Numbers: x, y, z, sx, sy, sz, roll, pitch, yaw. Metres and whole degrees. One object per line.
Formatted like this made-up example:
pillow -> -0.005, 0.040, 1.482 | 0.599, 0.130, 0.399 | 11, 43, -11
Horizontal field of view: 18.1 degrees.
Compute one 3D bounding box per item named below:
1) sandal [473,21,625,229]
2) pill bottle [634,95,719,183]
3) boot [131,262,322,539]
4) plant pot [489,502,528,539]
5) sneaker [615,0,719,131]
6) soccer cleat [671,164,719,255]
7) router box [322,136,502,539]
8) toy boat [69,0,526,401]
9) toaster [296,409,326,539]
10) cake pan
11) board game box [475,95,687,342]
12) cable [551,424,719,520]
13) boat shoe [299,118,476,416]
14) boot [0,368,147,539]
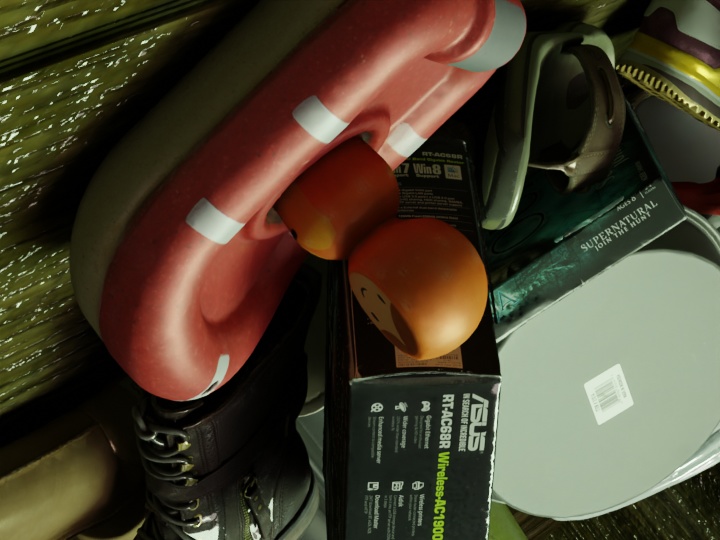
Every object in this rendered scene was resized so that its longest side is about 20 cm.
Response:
sandal -> 0.098, -0.073, 1.051 | 0.201, 0.057, 0.080 | -42, 147, -62
pill bottle -> 0.156, -0.012, 1.402 | 0.116, 0.116, 0.200 | -29, 164, -42
boot -> -0.084, 0.103, 0.999 | 0.200, 0.069, 0.174 | -51, 159, -26
plant pot -> 0.027, 0.186, 1.555 | 0.200, 0.184, 0.200 | -38, 167, -10
sneaker -> 0.216, -0.116, 1.237 | 0.200, 0.075, 0.090 | 16, 104, -59
soccer cleat -> 0.155, -0.015, 1.275 | 0.199, 0.086, 0.069 | -1, -159, -4
router box -> 0.018, 0.067, 0.963 | 0.062, 0.150, 0.201 | -1, 131, -4
toy boat -> -0.007, -0.022, 0.825 | 0.200, 0.131, 0.130 | -44, 167, 15
toaster -> -0.006, 0.108, 1.332 | 0.200, 0.119, 0.181 | -32, 165, -33
cake pan -> 0.128, 0.055, 1.228 | 0.199, 0.037, 0.201 | -14, 127, -20
board game box -> 0.087, -0.026, 1.125 | 0.135, 0.028, 0.200 | -34, -166, 9
cable -> 0.183, 0.084, 1.395 | 0.200, 0.069, 0.200 | -32, 160, 0
boat shoe -> 0.000, 0.000, 1.079 | 0.059, 0.072, 0.200 | -28, 158, -35
boot -> -0.168, 0.126, 1.042 | 0.200, 0.066, 0.176 | -32, 153, -38
